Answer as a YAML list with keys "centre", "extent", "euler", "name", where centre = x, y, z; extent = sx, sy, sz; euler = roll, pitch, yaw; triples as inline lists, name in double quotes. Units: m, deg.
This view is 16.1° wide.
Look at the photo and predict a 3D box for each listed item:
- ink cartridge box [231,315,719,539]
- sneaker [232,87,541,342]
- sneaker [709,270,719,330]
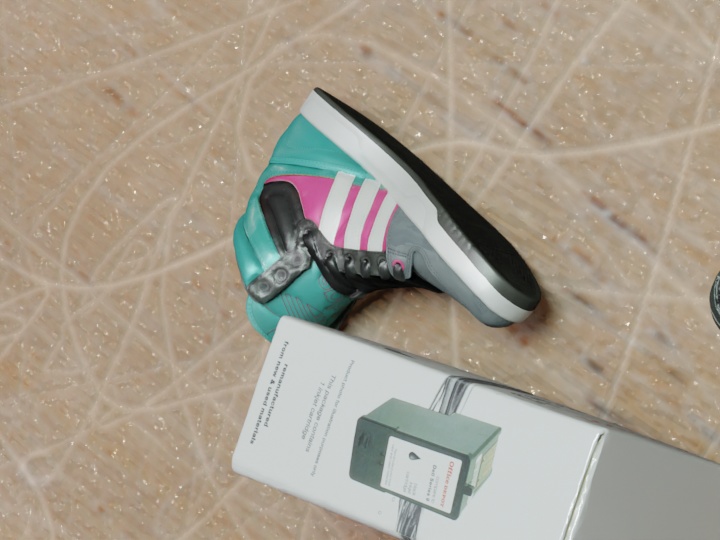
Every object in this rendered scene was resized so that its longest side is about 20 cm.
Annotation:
- centre: [0.063, 0.097, 1.226]
  extent: [0.200, 0.146, 0.084]
  euler: [18, 89, 38]
  name: "ink cartridge box"
- centre: [0.000, 0.000, 1.334]
  extent: [0.121, 0.084, 0.200]
  euler: [-53, 46, 9]
  name: "sneaker"
- centre: [0.240, 0.022, 1.146]
  extent: [0.200, 0.086, 0.080]
  euler: [13, 85, 39]
  name: "sneaker"
